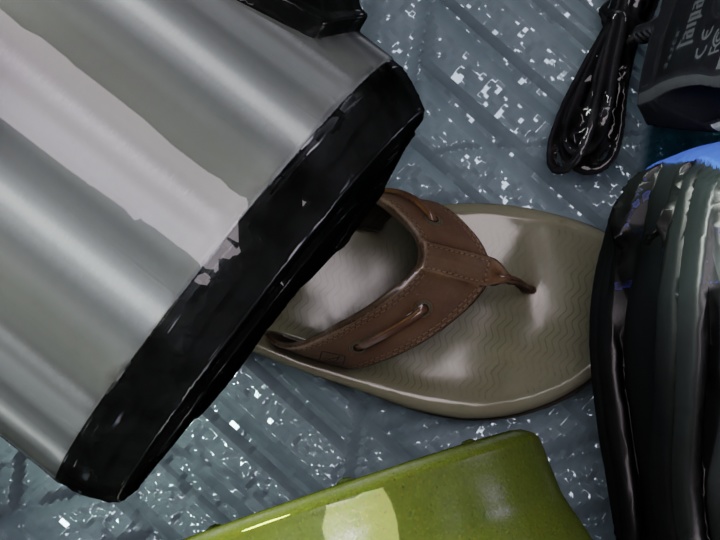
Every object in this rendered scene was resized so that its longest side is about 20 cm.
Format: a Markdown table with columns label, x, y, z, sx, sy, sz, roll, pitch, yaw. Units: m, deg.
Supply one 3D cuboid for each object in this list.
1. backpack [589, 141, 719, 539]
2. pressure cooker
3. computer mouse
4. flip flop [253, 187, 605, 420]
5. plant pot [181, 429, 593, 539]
| label | x | y | z | sx | sy | sz | roll | pitch | yaw |
| --- | --- | --- | --- | --- | --- | --- | --- | --- | --- |
| backpack | 0.163 | 0.052 | 0.896 | 0.168 | 0.162 | 0.200 | -9 | 90 | -18 |
| pressure cooker | -0.103 | -0.047 | 0.848 | 0.200 | 0.176 | 0.179 | 38 | 50 | 3 |
| computer mouse | 0.137 | -0.105 | 0.920 | 0.046 | 0.200 | 0.141 | 24 | 72 | -15 |
| flip flop | 0.000 | 0.000 | 0.950 | 0.200 | 0.058 | 0.081 | 14 | 79 | -1 |
| plant pot | 0.025 | 0.158 | 0.844 | 0.200 | 0.200 | 0.193 | -17 | 84 | -7 |
